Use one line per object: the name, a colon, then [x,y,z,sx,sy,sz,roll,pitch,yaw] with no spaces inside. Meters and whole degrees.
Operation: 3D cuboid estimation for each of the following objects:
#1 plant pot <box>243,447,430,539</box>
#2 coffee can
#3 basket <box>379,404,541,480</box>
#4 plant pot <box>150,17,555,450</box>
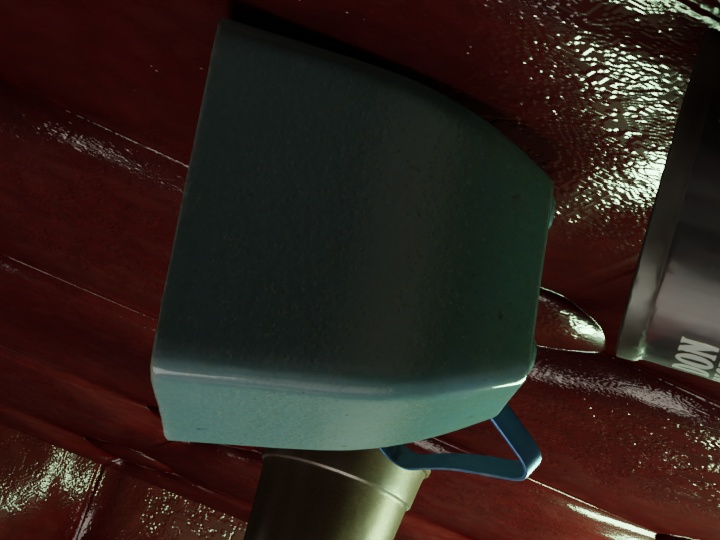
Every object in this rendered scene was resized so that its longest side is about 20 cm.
plant pot: [-0.046,0.288,1.848,0.199,0.200,0.200,19,164,6]
coffee can: [0.223,-0.007,0.690,0.198,0.147,0.147,16,163,11]
basket: [0.022,0.060,1.109,0.176,0.139,0.201,-6,120,56]
plant pot: [0.000,0.000,0.919,0.198,0.198,0.196,9,164,-2]
